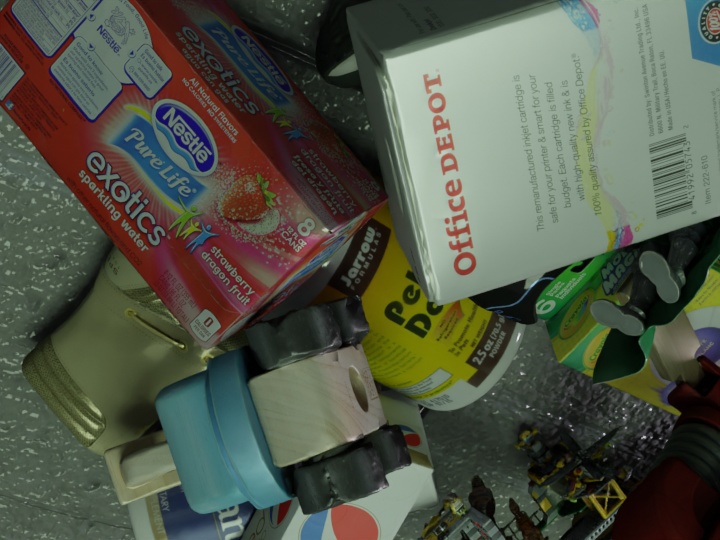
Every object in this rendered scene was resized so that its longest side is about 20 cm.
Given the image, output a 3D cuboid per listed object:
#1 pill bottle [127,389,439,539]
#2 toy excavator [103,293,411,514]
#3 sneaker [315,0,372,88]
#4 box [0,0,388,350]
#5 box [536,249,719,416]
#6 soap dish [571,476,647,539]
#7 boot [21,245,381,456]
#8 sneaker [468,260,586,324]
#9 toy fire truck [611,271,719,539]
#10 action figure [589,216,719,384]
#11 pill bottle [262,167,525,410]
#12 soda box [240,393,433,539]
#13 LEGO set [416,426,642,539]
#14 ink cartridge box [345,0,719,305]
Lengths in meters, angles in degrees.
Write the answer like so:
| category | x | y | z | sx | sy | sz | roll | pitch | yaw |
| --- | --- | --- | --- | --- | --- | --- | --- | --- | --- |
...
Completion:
| category | x | y | z | sx | sy | sz | roll | pitch | yaw |
| --- | --- | --- | --- | --- | --- | --- | --- | --- | --- |
| pill bottle | -0.051 | 0.142 | 1.052 | 0.198 | 0.112 | 0.112 | -15 | 132 | 2 |
| toy excavator | -0.077 | 0.091 | 0.864 | 0.198 | 0.194 | 0.101 | -19 | 87 | 13 |
| sneaker | 0.069 | -0.146 | 0.849 | 0.199 | 0.075 | 0.085 | -28 | 130 | 14 |
| box | -0.093 | -0.073 | 0.803 | 0.100 | 0.095 | 0.200 | -42 | 86 | 25 |
| box | 0.217 | 0.035 | 1.053 | 0.199 | 0.049 | 0.118 | 25 | 121 | -26 |
| soap dish | 0.256 | 0.208 | 1.163 | 0.157 | 0.082 | 0.200 | -32 | 144 | 17 |
| boot | -0.101 | 0.070 | 0.993 | 0.199 | 0.073 | 0.156 | 34 | 118 | -18 |
| sneaker | 0.127 | -0.061 | 0.905 | 0.078 | 0.070 | 0.200 | 39 | 93 | -24 |
| toy fire truck | 0.212 | 0.110 | 0.972 | 0.199 | 0.176 | 0.129 | 38 | 142 | 8 |
| action figure | 0.188 | -0.022 | 0.911 | 0.055 | 0.200 | 0.118 | 44 | 123 | 0 |
| pill bottle | 0.000 | 0.000 | 0.939 | 0.199 | 0.110 | 0.109 | 29 | 120 | -31 |
| soda box | -0.030 | 0.169 | 0.968 | 0.068 | 0.064 | 0.201 | 19 | 116 | -18 |
| LEGO set | 0.094 | 0.170 | 1.061 | 0.199 | 0.154 | 0.116 | -38 | 110 | -4 |
| ink cartridge box | 0.104 | -0.086 | 0.799 | 0.198 | 0.085 | 0.146 | -18 | 120 | -7 |
